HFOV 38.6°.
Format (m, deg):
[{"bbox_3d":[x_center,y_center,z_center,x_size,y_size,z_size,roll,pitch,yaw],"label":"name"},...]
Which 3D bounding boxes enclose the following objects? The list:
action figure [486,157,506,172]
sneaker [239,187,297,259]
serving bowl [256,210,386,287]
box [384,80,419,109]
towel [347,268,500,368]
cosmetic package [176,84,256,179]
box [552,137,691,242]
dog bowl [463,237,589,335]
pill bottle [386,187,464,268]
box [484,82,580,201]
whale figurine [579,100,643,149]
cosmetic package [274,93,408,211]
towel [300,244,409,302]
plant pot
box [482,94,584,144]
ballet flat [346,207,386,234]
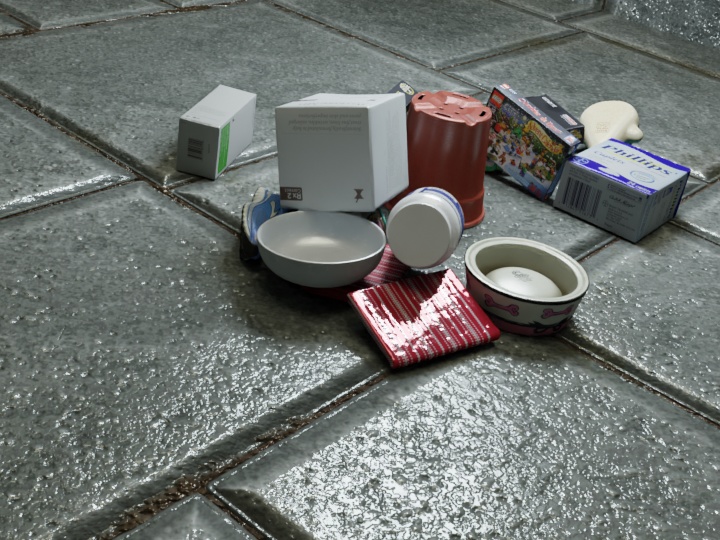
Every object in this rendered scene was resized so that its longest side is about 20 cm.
[{"bbox_3d":[0.220,-0.246,2.107,0.198,0.055,0.118,22,28,13],"label":"action figure"},{"bbox_3d":[-0.144,-0.077,1.669,0.088,0.080,0.201,9,29,5],"label":"sneaker"},{"bbox_3d":[-0.061,-0.025,1.569,0.197,0.067,0.201,4,26,-2],"label":"serving bowl"},{"bbox_3d":[0.018,-0.236,1.876,0.049,0.201,0.161,36,34,1],"label":"box"},{"bbox_3d":[0.094,0.068,1.503,0.198,0.023,0.145,-12,50,-32],"label":"towel"},{"bbox_3d":[-0.269,-0.262,1.929,0.084,0.109,0.200,15,31,9],"label":"cosmetic package"},{"bbox_3d":[0.505,-0.160,1.984,0.183,0.106,0.199,28,34,29],"label":"box"},{"bbox_3d":[0.253,0.027,1.611,0.197,0.075,0.201,7,29,-4],"label":"dog bowl"},{"bbox_3d":[0.099,-0.065,1.588,0.114,0.117,0.200,13,10,7],"label":"pill bottle"},{"bbox_3d":[0.317,-0.251,2.005,0.200,0.138,0.037,42,45,22],"label":"box"},{"bbox_3d":[0.533,-0.276,2.228,0.157,0.104,0.202,1,47,24],"label":"whale figurine"},{"bbox_3d":[-0.026,-0.198,1.689,0.162,0.168,0.200,2,16,19],"label":"cosmetic package"},{"bbox_3d":[0.000,0.000,1.635,0.143,0.023,0.200,15,28,13],"label":"towel"},{"bbox_3d":[0.149,-0.208,1.867,0.198,0.198,0.202,8,29,-4],"label":"plant pot"},{"bbox_3d":[0.357,-0.316,2.238,0.196,0.050,0.201,-12,33,-11],"label":"box"},{"bbox_3d":[0.006,-0.096,1.773,0.070,0.070,0.201,-13,25,1],"label":"ballet flat"}]
